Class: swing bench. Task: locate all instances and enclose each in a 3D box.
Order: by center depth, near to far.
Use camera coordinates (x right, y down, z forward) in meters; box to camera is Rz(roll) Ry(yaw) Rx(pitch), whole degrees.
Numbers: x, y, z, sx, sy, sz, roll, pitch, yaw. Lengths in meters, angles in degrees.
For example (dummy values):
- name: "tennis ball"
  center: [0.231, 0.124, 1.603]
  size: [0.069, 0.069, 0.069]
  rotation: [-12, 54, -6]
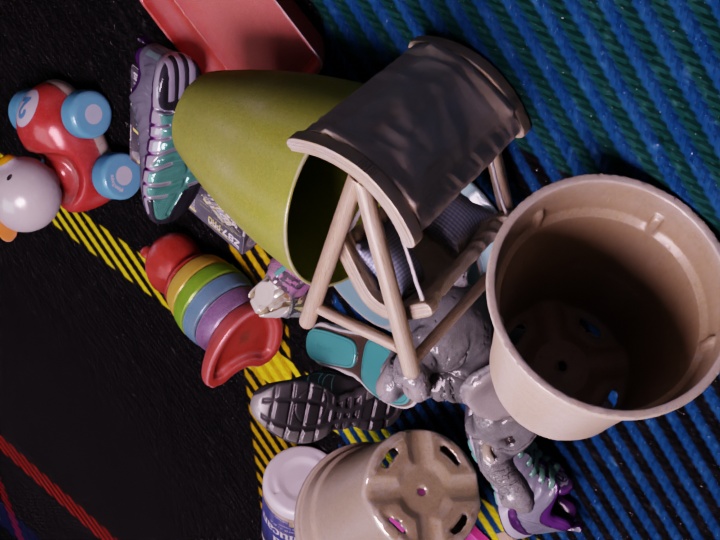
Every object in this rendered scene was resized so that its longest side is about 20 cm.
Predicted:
- name: "swing bench"
  center: [0.047, -0.060, 1.033]
  size: [0.128, 0.199, 0.202]
  rotation: [22, 134, 25]

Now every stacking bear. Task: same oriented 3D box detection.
- name: "stacking bear"
  center: [-0.201, 0.030, 1.562]
  size: [0.200, 0.120, 0.115]
  rotation: [43, 135, 28]

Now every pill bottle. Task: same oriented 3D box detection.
- name: "pill bottle"
  center: [-0.085, 0.346, 1.733]
  size: [0.111, 0.111, 0.201]
  rotation: [35, 146, 22]

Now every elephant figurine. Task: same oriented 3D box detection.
- name: "elephant figurine"
  center: [0.126, 0.110, 1.180]
  size: [0.198, 0.142, 0.156]
  rotation: [31, 147, -1]

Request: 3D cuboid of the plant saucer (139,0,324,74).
- name: "plant saucer"
  center: [-0.125, -0.250, 1.233]
  size: [0.200, 0.037, 0.200]
  rotation: [52, 150, -2]

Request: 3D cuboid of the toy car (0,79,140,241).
- name: "toy car"
  center: [-0.423, -0.128, 1.587]
  size: [0.183, 0.200, 0.179]
  rotation: [9, 130, 47]

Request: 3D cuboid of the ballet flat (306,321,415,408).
- name: "ballet flat"
  center: [0.018, 0.099, 1.388]
  size: [0.199, 0.069, 0.070]
  rotation: [20, 139, 49]

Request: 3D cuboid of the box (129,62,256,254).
- name: "box"
  center: [-0.186, -0.134, 1.421]
  size: [0.199, 0.049, 0.162]
  rotation: [39, 144, 18]

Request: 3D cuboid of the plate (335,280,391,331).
- name: "plate"
  center: [0.000, 0.000, 1.300]
  size: [0.200, 0.025, 0.201]
  rotation: [44, 159, 22]

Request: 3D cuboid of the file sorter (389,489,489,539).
- name: "file sorter"
  center: [0.080, 0.377, 1.539]
  size: [0.200, 0.125, 0.140]
  rotation: [42, 148, 13]

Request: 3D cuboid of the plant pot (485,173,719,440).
- name: "plant pot"
  center: [0.187, 0.051, 1.024]
  size: [0.200, 0.200, 0.184]
  rotation: [42, 160, 13]

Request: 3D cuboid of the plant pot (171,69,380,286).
- name: "plant pot"
  center: [-0.077, -0.112, 1.155]
  size: [0.199, 0.187, 0.189]
  rotation: [28, 143, 32]

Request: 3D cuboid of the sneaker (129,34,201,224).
- name: "sneaker"
  center: [-0.218, -0.154, 1.348]
  size: [0.087, 0.074, 0.203]
  rotation: [38, 129, 39]

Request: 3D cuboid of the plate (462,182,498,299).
- name: "plate"
  center: [0.073, -0.026, 1.222]
  size: [0.199, 0.026, 0.202]
  rotation: [32, 144, 27]

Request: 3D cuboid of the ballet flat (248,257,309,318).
- name: "ballet flat"
  center: [-0.091, 0.020, 1.392]
  size: [0.070, 0.071, 0.200]
  rotation: [54, 166, 9]

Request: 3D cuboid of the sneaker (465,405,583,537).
- name: "sneaker"
  center: [0.175, 0.196, 1.290]
  size: [0.086, 0.075, 0.202]
  rotation: [-6, 125, 28]

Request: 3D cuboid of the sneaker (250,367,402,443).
- name: "sneaker"
  center: [-0.047, 0.153, 1.425]
  size: [0.079, 0.198, 0.077]
  rotation: [29, 109, 52]

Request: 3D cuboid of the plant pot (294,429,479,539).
- name: "plant pot"
  center: [0.041, 0.268, 1.379]
  size: [0.201, 0.200, 0.184]
  rotation: [46, 152, 6]

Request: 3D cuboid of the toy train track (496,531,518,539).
- name: "toy train track"
  center: [0.225, 0.333, 1.401]
  size: [0.116, 0.032, 0.199]
  rotation: [58, 143, 1]
